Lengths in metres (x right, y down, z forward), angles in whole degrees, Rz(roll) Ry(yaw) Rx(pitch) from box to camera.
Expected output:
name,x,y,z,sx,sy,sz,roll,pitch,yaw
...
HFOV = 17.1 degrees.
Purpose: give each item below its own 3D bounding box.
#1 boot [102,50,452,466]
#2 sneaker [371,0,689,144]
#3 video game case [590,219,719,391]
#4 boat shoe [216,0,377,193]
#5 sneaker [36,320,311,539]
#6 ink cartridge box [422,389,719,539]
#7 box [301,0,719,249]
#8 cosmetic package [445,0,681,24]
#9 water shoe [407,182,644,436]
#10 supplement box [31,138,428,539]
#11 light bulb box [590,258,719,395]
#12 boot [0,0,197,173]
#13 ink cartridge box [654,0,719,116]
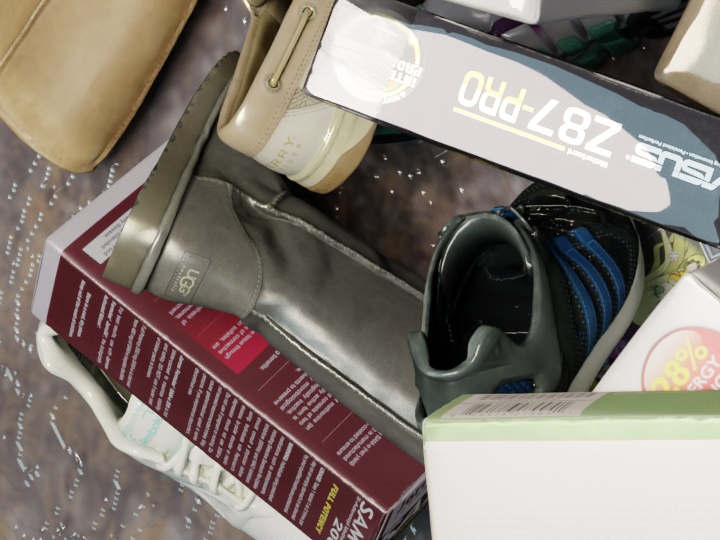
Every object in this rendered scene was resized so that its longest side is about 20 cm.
name,x,y,z,sx,sy,sz,roll,pitch,yaw
boot,-0.001,0.001,1.042,0.199,0.182,0.073,24,129,-3
sneaker,0.068,-0.125,1.061,0.199,0.074,0.088,-22,77,13
video game case,0.189,0.042,1.043,0.181,0.036,0.201,-26,87,23
boat shoe,-0.020,-0.131,1.038,0.072,0.065,0.201,-36,38,53
sneaker,-0.075,0.081,1.133,0.200,0.080,0.071,35,107,13
ink cartridge box,0.101,0.144,0.831,0.145,0.048,0.201,-2,98,23
box,0.077,-0.056,0.916,0.161,0.200,0.049,23,95,9
cosmetic package,0.063,-0.208,0.909,0.122,0.199,0.201,17,103,19
water shoe,0.069,0.003,0.965,0.071,0.200,0.079,-5,123,19
supplement box,-0.040,0.033,1.091,0.200,0.109,0.061,38,142,14
light bulb box,0.146,0.098,0.940,0.125,0.200,0.199,40,111,14
boot,-0.135,-0.176,1.131,0.175,0.066,0.200,48,116,19
ink cartridge box,0.241,-0.101,0.955,0.199,0.075,0.165,28,98,7
